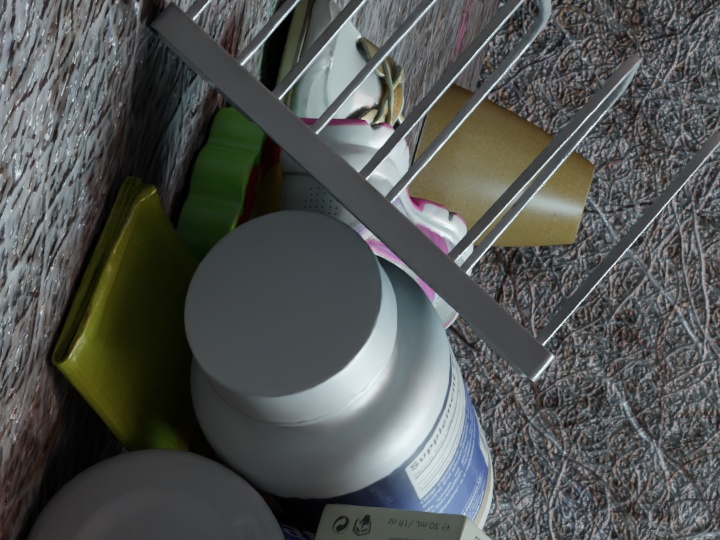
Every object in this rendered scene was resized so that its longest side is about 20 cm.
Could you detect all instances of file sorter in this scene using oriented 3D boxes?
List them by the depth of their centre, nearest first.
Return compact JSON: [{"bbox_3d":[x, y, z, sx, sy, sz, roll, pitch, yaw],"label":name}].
[{"bbox_3d":[0.037,-0.067,0.791,0.125,0.200,0.139,-47,175,2],"label":"file sorter"}]

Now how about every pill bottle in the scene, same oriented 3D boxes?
[{"bbox_3d":[-0.010,0.059,0.833,0.200,0.110,0.112,66,38,-59],"label":"pill bottle"},{"bbox_3d":[-0.086,0.165,0.842,0.201,0.110,0.112,97,11,-62],"label":"pill bottle"}]

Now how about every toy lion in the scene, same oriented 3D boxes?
[{"bbox_3d":[-0.055,-0.008,0.987,0.201,0.068,0.193,-68,165,-50],"label":"toy lion"}]

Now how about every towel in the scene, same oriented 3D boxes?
[{"bbox_3d":[-0.078,0.045,0.823,0.200,0.018,0.087,65,39,-60],"label":"towel"}]

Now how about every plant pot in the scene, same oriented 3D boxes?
[{"bbox_3d":[0.162,-0.102,2.212,0.186,0.198,0.188,16,90,-86],"label":"plant pot"}]

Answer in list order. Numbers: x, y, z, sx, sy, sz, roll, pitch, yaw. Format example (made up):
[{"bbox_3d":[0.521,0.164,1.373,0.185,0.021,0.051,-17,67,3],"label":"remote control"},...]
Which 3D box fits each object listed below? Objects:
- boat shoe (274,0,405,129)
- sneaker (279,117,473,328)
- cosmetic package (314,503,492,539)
[{"bbox_3d":[-0.008,-0.105,1.099,0.200,0.068,0.075,66,40,-82],"label":"boat shoe"},{"bbox_3d":[0.000,0.000,0.963,0.200,0.081,0.089,47,49,-61],"label":"sneaker"},{"bbox_3d":[0.008,0.205,0.754,0.105,0.070,0.202,49,51,-45],"label":"cosmetic package"}]
